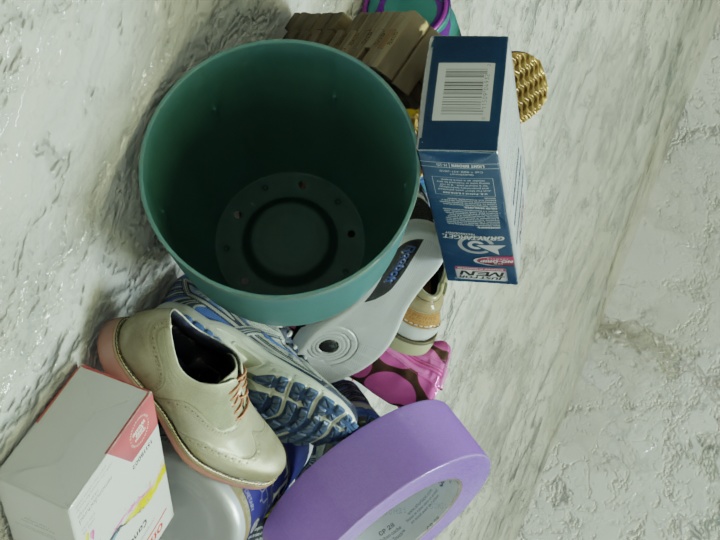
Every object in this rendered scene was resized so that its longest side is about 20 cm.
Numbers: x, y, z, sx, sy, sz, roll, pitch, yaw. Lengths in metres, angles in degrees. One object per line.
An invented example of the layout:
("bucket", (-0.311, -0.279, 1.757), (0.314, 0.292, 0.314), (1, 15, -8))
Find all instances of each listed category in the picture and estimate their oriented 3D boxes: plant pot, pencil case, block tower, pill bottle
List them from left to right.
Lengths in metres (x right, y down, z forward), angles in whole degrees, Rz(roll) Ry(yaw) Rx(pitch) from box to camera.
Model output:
("pill bottle", (-0.109, 0.149, 1.359), (0.200, 0.119, 0.120), (-49, 153, -50))
("plant pot", (-0.058, -0.049, 1.203), (0.161, 0.200, 0.201), (90, 23, -71))
("pencil case", (-0.007, 0.050, 1.429), (0.094, 0.200, 0.091), (-28, -149, 57))
("block tower", (-0.004, -0.166, 1.250), (0.054, 0.200, 0.058), (39, 80, -27))
("pencil case", (0.056, -0.201, 1.546), (0.092, 0.085, 0.200), (-32, 154, -5))

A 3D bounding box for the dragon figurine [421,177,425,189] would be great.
("dragon figurine", (0.057, -0.079, 1.548), (0.099, 0.059, 0.200), (39, 71, -26))

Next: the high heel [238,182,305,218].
("high heel", (-0.050, -0.061, 1.416), (0.143, 0.071, 0.200), (-61, 158, -12))

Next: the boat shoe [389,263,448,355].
("boat shoe", (0.049, -0.018, 1.415), (0.200, 0.075, 0.068), (-98, -155, -46))

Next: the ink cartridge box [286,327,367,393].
("ink cartridge box", (-0.010, 0.040, 1.602), (0.200, 0.084, 0.145), (-47, 151, -54))

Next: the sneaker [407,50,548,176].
("sneaker", (0.085, -0.151, 1.503), (0.200, 0.090, 0.075), (-29, 109, -28))

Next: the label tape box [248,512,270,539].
("label tape box", (-0.129, 0.265, 1.506), (0.144, 0.063, 0.200), (10, 92, -72))

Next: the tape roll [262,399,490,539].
("tape roll", (0.015, 0.201, 1.383), (0.200, 0.066, 0.200), (-32, 157, -15))

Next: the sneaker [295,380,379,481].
("sneaker", (-0.027, 0.186, 1.515), (0.085, 0.077, 0.200), (-111, -147, -47))

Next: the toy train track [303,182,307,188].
("toy train track", (0.016, -0.129, 1.386), (0.200, 0.032, 0.115), (-54, 145, -35))

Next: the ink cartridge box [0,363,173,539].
("ink cartridge box", (-0.200, 0.182, 1.202), (0.200, 0.067, 0.117), (89, 27, -48))

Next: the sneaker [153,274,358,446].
("sneaker", (-0.078, 0.067, 1.294), (0.077, 0.200, 0.085), (-36, -152, 40))

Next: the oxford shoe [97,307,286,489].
("oxford shoe", (-0.112, 0.101, 1.219), (0.200, 0.074, 0.071), (45, 38, -36))

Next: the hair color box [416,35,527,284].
("hair color box", (0.087, -0.078, 1.194), (0.200, 0.060, 0.100), (71, 24, -60))

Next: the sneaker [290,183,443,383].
("sneaker", (0.000, 0.000, 1.345), (0.200, 0.073, 0.112), (-49, -145, 31))
